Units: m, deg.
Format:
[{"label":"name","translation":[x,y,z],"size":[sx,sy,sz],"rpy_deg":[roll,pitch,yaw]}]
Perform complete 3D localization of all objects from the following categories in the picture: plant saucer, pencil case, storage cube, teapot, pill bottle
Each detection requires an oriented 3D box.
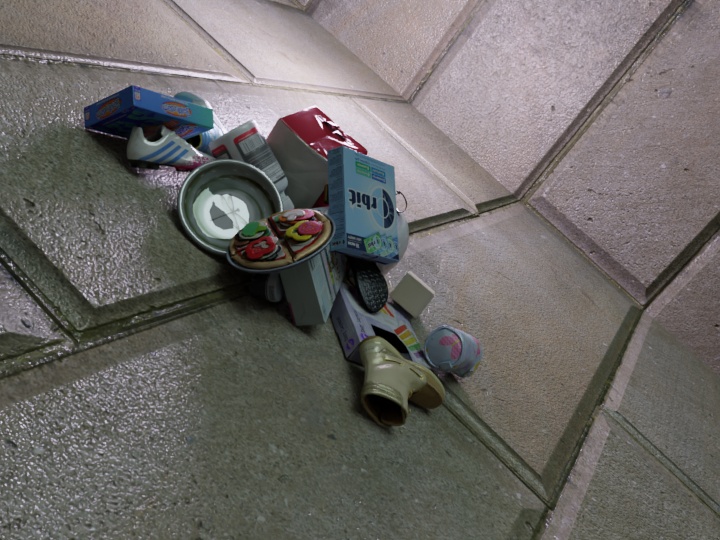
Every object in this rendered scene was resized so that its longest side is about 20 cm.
[{"label":"plant saucer","translation":[-0.245,-0.110,1.549],"size":[0.198,0.050,0.202],"rpy_deg":[7,65,-16]},{"label":"pencil case","translation":[0.188,0.166,1.665],"size":[0.082,0.092,0.200],"rpy_deg":[6,-9,20]},{"label":"storage cube","translation":[-0.120,-0.228,1.810],"size":[0.171,0.200,0.180],"rpy_deg":[41,28,4]},{"label":"teapot","translation":[0.015,-0.046,1.799],"size":[0.199,0.147,0.197],"rpy_deg":[-28,43,-34]},{"label":"pill bottle","translation":[-0.217,-0.197,1.695],"size":[0.201,0.110,0.111],"rpy_deg":[62,19,-12]}]

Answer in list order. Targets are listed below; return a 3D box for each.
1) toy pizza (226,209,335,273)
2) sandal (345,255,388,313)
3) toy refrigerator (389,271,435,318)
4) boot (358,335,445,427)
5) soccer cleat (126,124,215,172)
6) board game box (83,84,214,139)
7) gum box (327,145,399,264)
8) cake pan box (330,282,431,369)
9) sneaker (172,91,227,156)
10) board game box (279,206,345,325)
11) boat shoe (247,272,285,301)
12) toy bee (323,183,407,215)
[{"label":"toy pizza","translation":[-0.142,-0.061,1.446],"size":[0.201,0.198,0.032],"rpy_deg":[-101,176,-58]},{"label":"sandal","translation":[0.000,0.000,1.656],"size":[0.075,0.045,0.201],"rpy_deg":[3,56,-39]},{"label":"toy refrigerator","translation":[0.112,0.052,1.784],"size":[0.076,0.070,0.200],"rpy_deg":[39,4,3]},{"label":"boot","translation":[0.076,0.222,1.461],"size":[0.200,0.073,0.156],"rpy_deg":[41,25,-24]},{"label":"soccer cleat","translation":[-0.358,-0.235,1.602],"size":[0.069,0.087,0.199],"rpy_deg":[13,10,43]},{"label":"board game box","translation":[-0.409,-0.296,1.609],"size":[0.199,0.151,0.045],"rpy_deg":[5,76,-52]},{"label":"gum box","translation":[0.007,-0.125,1.624],"size":[0.169,0.044,0.202],"rpy_deg":[13,71,-50]},{"label":"cake pan box","translation":[0.032,0.122,1.613],"size":[0.183,0.052,0.201],"rpy_deg":[22,27,-30]},{"label":"sneaker","translation":[-0.378,-0.331,1.813],"size":[0.200,0.080,0.130],"rpy_deg":[46,22,21]},{"label":"board game box","translation":[-0.089,-0.011,1.538],"size":[0.200,0.064,0.149],"rpy_deg":[-67,148,-61]},{"label":"boat shoe","translation":[-0.159,0.004,1.533],"size":[0.066,0.071,0.200],"rpy_deg":[2,26,11]},{"label":"toy bee","translation":[-0.015,-0.139,1.734],"size":[0.108,0.132,0.199],"rpy_deg":[-4,-29,47]}]
